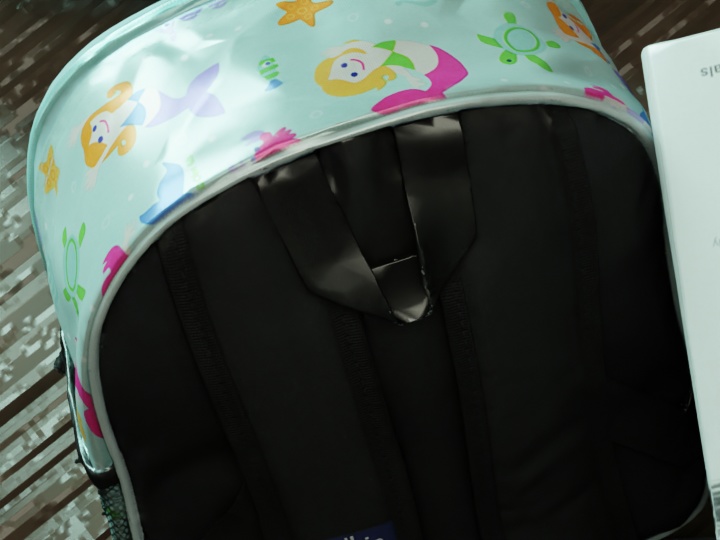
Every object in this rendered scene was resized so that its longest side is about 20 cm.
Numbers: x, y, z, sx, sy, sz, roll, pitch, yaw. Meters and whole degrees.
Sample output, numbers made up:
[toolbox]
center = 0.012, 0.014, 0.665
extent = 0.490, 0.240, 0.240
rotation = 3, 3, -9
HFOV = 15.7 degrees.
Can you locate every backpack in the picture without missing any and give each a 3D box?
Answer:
[backpack]
center = 0.000, 0.000, 0.707
extent = 0.177, 0.200, 0.151
rotation = -19, 52, -3

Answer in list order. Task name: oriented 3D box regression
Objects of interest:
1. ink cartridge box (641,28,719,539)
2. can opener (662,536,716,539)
[ink cartridge box]
center = 0.143, 0.046, 0.658
extent = 0.084, 0.145, 0.201
rotation = -13, 74, 22
[can opener]
center = 0.103, 0.111, 0.783
extent = 0.199, 0.053, 0.067
rotation = -6, 119, -2
